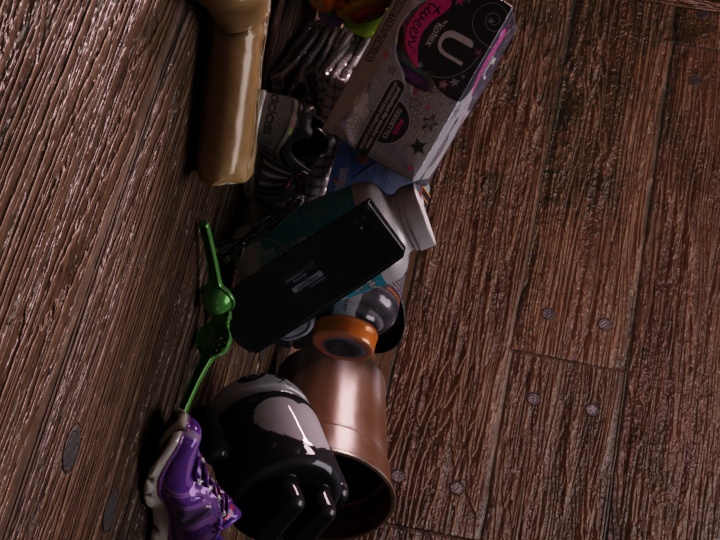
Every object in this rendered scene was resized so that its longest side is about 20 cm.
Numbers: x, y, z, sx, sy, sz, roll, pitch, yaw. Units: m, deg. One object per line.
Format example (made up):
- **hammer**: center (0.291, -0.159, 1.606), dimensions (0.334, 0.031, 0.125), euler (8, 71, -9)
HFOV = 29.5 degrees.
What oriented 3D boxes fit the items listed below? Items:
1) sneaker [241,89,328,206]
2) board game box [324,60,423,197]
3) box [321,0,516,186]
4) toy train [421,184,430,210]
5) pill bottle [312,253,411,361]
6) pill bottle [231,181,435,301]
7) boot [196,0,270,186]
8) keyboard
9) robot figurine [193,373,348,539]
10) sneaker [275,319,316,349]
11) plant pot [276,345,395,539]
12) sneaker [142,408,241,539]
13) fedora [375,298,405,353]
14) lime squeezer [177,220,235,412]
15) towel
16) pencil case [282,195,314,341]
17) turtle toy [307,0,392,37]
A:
- **sneaker**: center (-0.076, -0.120, 1.422), dimensions (0.200, 0.087, 0.074), euler (86, 16, -64)
- **board game box**: center (0.023, -0.119, 1.492), dimensions (0.019, 0.103, 0.201), euler (13, 91, -85)
- **box**: center (0.065, -0.199, 1.405), dimensions (0.200, 0.115, 0.132), euler (-61, 174, 5)
- **toy train**: center (0.000, -0.074, 1.762), dimensions (0.085, 0.200, 0.114), euler (52, 34, -25)
- **pill bottle**: center (0.000, 0.000, 1.548), dimensions (0.106, 0.106, 0.200), euler (88, 13, -61)
- **pill bottle**: center (-0.026, -0.025, 1.430), dimensions (0.111, 0.199, 0.111), euler (-21, 90, -84)
- **boot**: center (-0.111, -0.167, 1.172), dimensions (0.175, 0.066, 0.201), euler (-60, 160, -69)
- **keyboard**: center (-0.067, -0.010, 1.364), dimensions (0.127, 0.200, 0.021), euler (53, 10, -25)
- **robot figurine**: center (-0.091, 0.196, 1.424), dimensions (0.200, 0.124, 0.151), euler (-117, -173, -48)
- **sneaker**: center (-0.057, 0.034, 1.716), dimensions (0.200, 0.074, 0.080), euler (-31, -130, 54)
- **plant pot**: center (-0.046, 0.217, 1.799), dimensions (0.201, 0.200, 0.199), euler (93, 3, -46)
- **sneaker**: center (-0.154, 0.207, 1.292), dimensions (0.081, 0.083, 0.200), euler (-73, 170, -45)
- **fedora**: center (-0.032, 0.050, 1.849), dimensions (0.092, 0.200, 0.201), euler (-34, 145, -33)
- **lime squeezer**: center (-0.151, 0.046, 1.326), dimensions (0.071, 0.038, 0.201), euler (-6, 110, -50)
- **towel**: center (-0.050, -0.183, 1.574), dimensions (0.200, 0.085, 0.166), euler (-68, 170, -59)
- **pencil case**: center (-0.073, -0.013, 1.627), dimensions (0.091, 0.083, 0.200), euler (87, 15, -47)
- **turtle toy**: center (-0.001, -0.306, 1.438), dimensions (0.200, 0.145, 0.101), euler (22, 51, -83)
